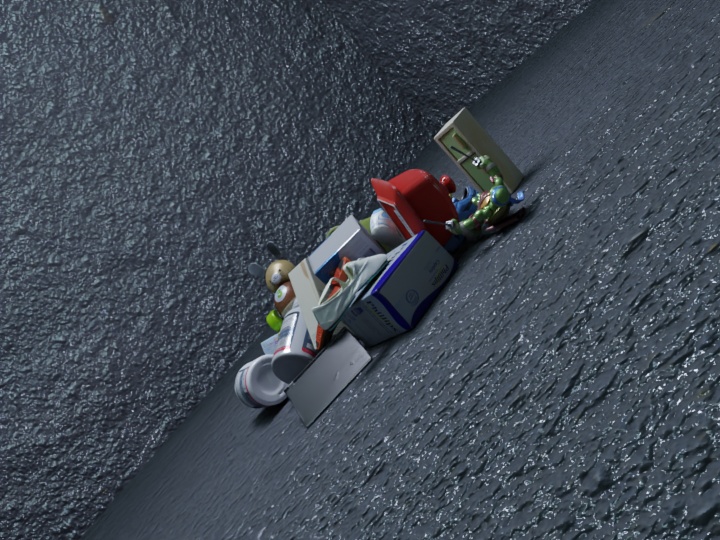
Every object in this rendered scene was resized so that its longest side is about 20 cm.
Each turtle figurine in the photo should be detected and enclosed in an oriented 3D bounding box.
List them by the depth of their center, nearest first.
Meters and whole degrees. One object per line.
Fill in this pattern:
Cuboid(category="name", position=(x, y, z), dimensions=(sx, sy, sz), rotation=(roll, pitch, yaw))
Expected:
Cuboid(category="turtle figurine", position=(0.211, -0.141, 1.406), dimensions=(0.194, 0.148, 0.194), rotation=(-3, -12, 2))

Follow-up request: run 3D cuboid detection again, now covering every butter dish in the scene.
Cuboid(category="butter dish", position=(0.138, -0.141, 1.534), dimensions=(0.147, 0.202, 0.199), rotation=(-38, 18, -4))

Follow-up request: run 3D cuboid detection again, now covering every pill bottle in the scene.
Cuboid(category="pill bottle", position=(-0.135, 0.160, 1.737), dimensions=(0.119, 0.118, 0.203), rotation=(-39, 27, 38))
Cuboid(category="pill bottle", position=(-0.255, 0.287, 1.860), dimensions=(0.120, 0.120, 0.199), rotation=(-48, 8, -25))

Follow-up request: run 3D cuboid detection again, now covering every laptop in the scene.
Cuboid(category="laptop", position=(-0.056, 0.230, 1.533), dimensions=(0.187, 0.116, 0.200), rotation=(-45, -21, -3))

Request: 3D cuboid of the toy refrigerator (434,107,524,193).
Cuboid(category="toy refrigerator", position=(0.257, -0.245, 1.590), dimensions=(0.070, 0.200, 0.076), rotation=(-48, 9, -34))

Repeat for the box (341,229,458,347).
Cuboid(category="box", position=(0.071, 0.039, 1.475), dimensions=(0.185, 0.105, 0.199), rotation=(-50, 9, -30))

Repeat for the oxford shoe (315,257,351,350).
Cuboid(category="oxford shoe", position=(-0.040, 0.080, 1.561), dimensions=(0.205, 0.071, 0.071), rotation=(-69, 16, -2))

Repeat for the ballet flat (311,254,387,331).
Cuboid(category="ballet flat", position=(-0.023, 0.026, 1.425), dimensions=(0.201, 0.069, 0.069), rotation=(-50, 9, -20))

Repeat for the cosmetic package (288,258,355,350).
Cuboid(category="cosmetic package", position=(-0.084, 0.079, 1.698), dimensions=(0.071, 0.204, 0.104), rotation=(-38, -26, 32))

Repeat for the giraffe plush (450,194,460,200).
Cuboid(category="giraffe plush", position=(0.156, -0.124, 1.839), dimensions=(0.197, 0.173, 0.164), rotation=(16, 65, 42))

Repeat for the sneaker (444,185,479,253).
Cuboid(category="sneaker", position=(0.204, -0.103, 1.614), dimensions=(0.201, 0.078, 0.066), rotation=(-50, 11, -24))

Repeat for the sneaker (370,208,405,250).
Cuboid(category="sneaker", position=(0.092, -0.074, 1.681), dimensions=(0.071, 0.199, 0.074), rotation=(-16, 53, 32))

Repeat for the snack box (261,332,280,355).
Cuboid(category="snack box", position=(-0.145, 0.167, 1.912), dimensions=(0.197, 0.069, 0.168), rotation=(-26, -2, -28))

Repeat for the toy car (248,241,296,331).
Cuboid(category="toy car", position=(-0.210, 0.027, 1.943), dimensions=(0.164, 0.201, 0.157), rotation=(-45, -11, 16))

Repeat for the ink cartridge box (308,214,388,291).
Cuboid(category="ink cartridge box", position=(0.000, 0.000, 1.658), dimensions=(0.144, 0.200, 0.085), rotation=(-42, 31, 7))

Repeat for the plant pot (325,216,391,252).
Cuboid(category="plant pot", position=(0.029, -0.075, 2.136), dimensions=(0.189, 0.203, 0.199), rotation=(-33, -1, -38))
